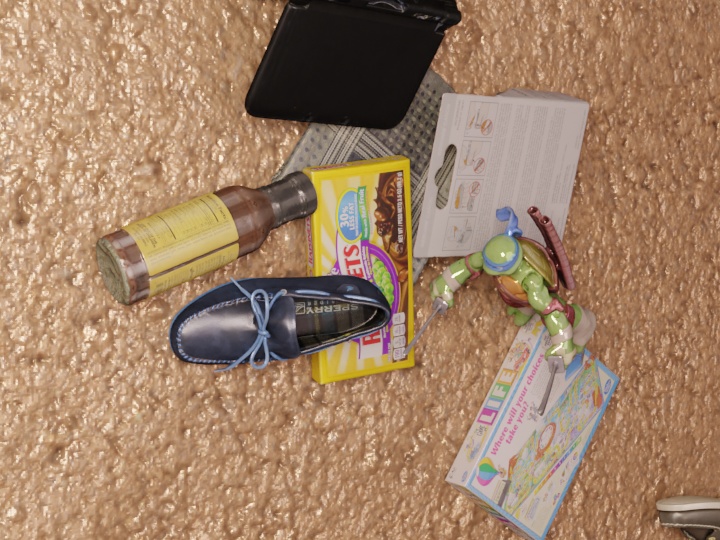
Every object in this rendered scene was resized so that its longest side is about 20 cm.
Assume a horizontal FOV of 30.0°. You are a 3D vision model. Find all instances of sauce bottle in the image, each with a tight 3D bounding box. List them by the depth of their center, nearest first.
[{"bbox_3d":[-0.126,-0.033,1.146,0.198,0.064,0.066,-23,107,-30],"label":"sauce bottle"}]

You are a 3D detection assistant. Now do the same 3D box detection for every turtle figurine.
[{"bbox_3d":[0.141,0.051,1.291,0.193,0.142,0.203,25,64,-60],"label":"turtle figurine"}]

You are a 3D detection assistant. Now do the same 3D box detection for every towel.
[{"bbox_3d":[0.025,-0.108,1.280,0.192,0.034,0.201,39,74,-29],"label":"towel"}]

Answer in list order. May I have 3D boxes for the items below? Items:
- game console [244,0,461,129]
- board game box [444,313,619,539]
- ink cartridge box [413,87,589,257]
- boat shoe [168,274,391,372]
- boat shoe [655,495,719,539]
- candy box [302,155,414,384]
[{"bbox_3d":[-0.019,-0.233,1.176,0.199,0.116,0.178,-1,70,-47],"label":"game console"},{"bbox_3d":[0.184,0.165,1.413,0.134,0.034,0.202,39,72,-32],"label":"board game box"},{"bbox_3d":[0.130,-0.096,1.323,0.198,0.057,0.165,0,107,-33],"label":"ink cartridge box"},{"bbox_3d":[-0.068,0.038,1.173,0.198,0.069,0.085,-17,109,-16],"label":"boat shoe"},{"bbox_3d":[0.417,0.296,1.573,0.200,0.072,0.061,9,84,-40],"label":"boat shoe"},{"bbox_3d":[0.000,0.000,1.243,0.101,0.026,0.203,-9,107,-21],"label":"candy box"}]
